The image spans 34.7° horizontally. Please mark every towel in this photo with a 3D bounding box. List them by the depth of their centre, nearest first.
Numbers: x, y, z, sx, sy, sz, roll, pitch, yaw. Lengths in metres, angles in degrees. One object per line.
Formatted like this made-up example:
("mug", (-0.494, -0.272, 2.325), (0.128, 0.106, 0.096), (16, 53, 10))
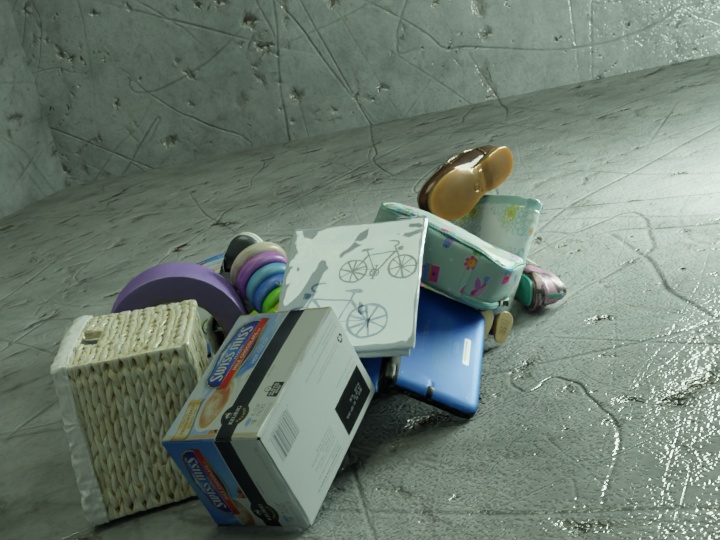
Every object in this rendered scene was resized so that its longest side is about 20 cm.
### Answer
("towel", (0.173, -0.024, 1.663), (0.048, 0.174, 0.199), (18, -5, -29))

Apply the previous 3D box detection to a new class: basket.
("basket", (-0.257, 0.161, 1.367), (0.158, 0.203, 0.198), (-10, 15, -2))

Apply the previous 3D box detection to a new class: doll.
("doll", (0.114, 0.055, 1.572), (0.135, 0.049, 0.199), (9, 6, -42))

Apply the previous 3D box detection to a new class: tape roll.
("tape roll", (-0.246, 0.096, 1.561), (0.197, 0.203, 0.085), (-16, 14, -3))

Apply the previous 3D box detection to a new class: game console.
("game console", (0.051, 0.118, 1.409), (0.169, 0.119, 0.201), (22, 35, -5))

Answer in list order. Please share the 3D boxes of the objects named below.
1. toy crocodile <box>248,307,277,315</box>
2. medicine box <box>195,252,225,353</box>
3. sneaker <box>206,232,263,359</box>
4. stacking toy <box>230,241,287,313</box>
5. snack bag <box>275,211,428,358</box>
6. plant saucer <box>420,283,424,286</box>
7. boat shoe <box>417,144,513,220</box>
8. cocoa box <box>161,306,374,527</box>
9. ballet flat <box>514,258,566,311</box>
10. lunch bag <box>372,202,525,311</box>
("toy crocodile", (-0.098, 0.098, 1.431), (0.067, 0.062, 0.199), (-42, 33, -18))
("medicine box", (-0.239, 0.052, 1.894), (0.180, 0.104, 0.199), (-23, 16, -25))
("sneaker", (-0.173, 0.047, 1.649), (0.077, 0.203, 0.079), (4, 4, 15))
("stacking toy", (-0.101, 0.052, 1.539), (0.084, 0.086, 0.201), (-20, 47, -18))
("snack bag", (-0.015, 0.020, 1.391), (0.186, 0.022, 0.202), (-6, 52, 18))
("plant saucer", (0.000, 0.000, 1.620), (0.197, 0.052, 0.201), (-9, 17, 3))
("boat shoe", (0.138, -0.124, 1.637), (0.070, 0.071, 0.199), (7, 26, 39))
("cocoa box", (-0.094, 0.155, 1.236), (0.130, 0.134, 0.201), (-6, 37, 31))
("ballet flat", (0.236, 0.010, 1.661), (0.070, 0.070, 0.200), (1, 15, -19))
("lunch bag", (0.114, -0.017, 1.493), (0.198, 0.078, 0.160), (28, 9, 15))
